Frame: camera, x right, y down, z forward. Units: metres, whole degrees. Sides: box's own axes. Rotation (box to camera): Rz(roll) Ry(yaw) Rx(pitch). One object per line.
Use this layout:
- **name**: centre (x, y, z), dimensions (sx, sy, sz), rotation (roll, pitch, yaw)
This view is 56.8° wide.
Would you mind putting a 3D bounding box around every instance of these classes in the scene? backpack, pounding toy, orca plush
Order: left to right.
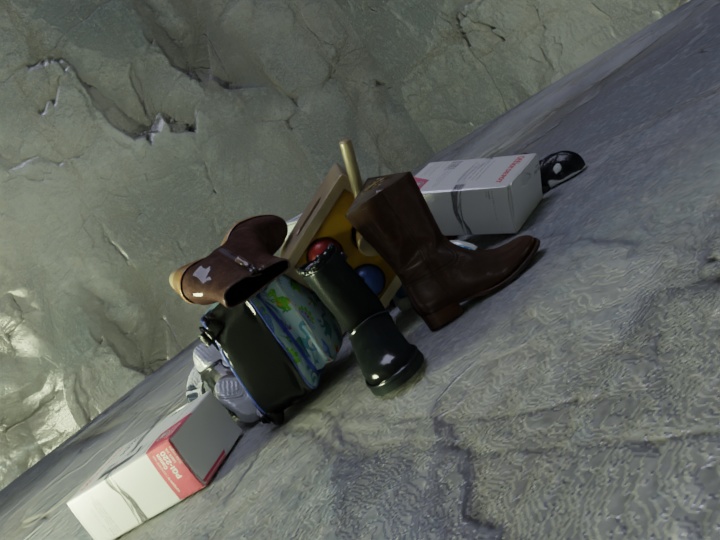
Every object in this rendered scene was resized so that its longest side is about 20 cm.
- **backpack**: centre (-0.114, 0.088, 0.962), dimensions (0.147, 0.184, 0.200), rotation (-34, 6, 7)
- **pounding toy**: centre (-0.006, -0.057, 0.916), dimensions (0.201, 0.183, 0.142), rotation (-56, 16, 11)
- **orca plush**: centre (0.310, -0.183, 1.178), dimensions (0.105, 0.071, 0.200), rotation (-36, 8, -8)

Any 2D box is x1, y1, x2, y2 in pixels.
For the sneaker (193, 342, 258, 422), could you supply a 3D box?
- **sneaker**: centre (-0.203, 0.202, 1.069), dimensions (0.075, 0.115, 0.200), rotation (-21, 36, -27)

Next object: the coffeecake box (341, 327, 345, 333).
- **coffeecake box**: centre (-0.121, 0.122, 1.175), dimensions (0.199, 0.073, 0.154), rotation (-32, 6, 21)

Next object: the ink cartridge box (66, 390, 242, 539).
- **ink cartridge box**: centre (-0.285, 0.275, 0.935), dimensions (0.199, 0.085, 0.146), rotation (-35, 7, 17)

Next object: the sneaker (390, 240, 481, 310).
- **sneaker**: centre (0.115, -0.007, 0.971), dimensions (0.086, 0.075, 0.200), rotation (-34, 6, -36)

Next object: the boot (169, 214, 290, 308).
- **boot**: centre (-0.135, -0.011, 0.862), dimensions (0.200, 0.073, 0.166), rotation (-34, 27, -33)

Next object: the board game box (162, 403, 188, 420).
- **board game box**: centre (-0.339, 0.294, 1.260), dimensions (0.199, 0.026, 0.200), rotation (-32, 9, 18)

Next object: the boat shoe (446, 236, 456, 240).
- **boat shoe**: centre (0.102, -0.036, 1.193), dimensions (0.200, 0.071, 0.063), rotation (-36, 16, 13)

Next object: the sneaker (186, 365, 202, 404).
- **sneaker**: centre (-0.248, 0.191, 1.248), dimensions (0.079, 0.130, 0.200), rotation (0, 53, 15)

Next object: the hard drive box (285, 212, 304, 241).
- **hard drive box**: centre (-0.014, -0.085, 1.168), dimensions (0.199, 0.077, 0.156), rotation (-13, 14, 25)

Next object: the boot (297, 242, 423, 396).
- **boot**: centre (-0.005, 0.050, 0.789), dimensions (0.073, 0.163, 0.198), rotation (-36, 8, 2)

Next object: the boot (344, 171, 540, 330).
- **boot**: centre (0.101, -0.055, 0.820), dimensions (0.186, 0.201, 0.064), rotation (-36, 8, -5)

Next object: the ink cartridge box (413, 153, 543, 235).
- **ink cartridge box**: centre (0.178, -0.122, 1.084), dimensions (0.199, 0.083, 0.146), rotation (1, 29, 34)
